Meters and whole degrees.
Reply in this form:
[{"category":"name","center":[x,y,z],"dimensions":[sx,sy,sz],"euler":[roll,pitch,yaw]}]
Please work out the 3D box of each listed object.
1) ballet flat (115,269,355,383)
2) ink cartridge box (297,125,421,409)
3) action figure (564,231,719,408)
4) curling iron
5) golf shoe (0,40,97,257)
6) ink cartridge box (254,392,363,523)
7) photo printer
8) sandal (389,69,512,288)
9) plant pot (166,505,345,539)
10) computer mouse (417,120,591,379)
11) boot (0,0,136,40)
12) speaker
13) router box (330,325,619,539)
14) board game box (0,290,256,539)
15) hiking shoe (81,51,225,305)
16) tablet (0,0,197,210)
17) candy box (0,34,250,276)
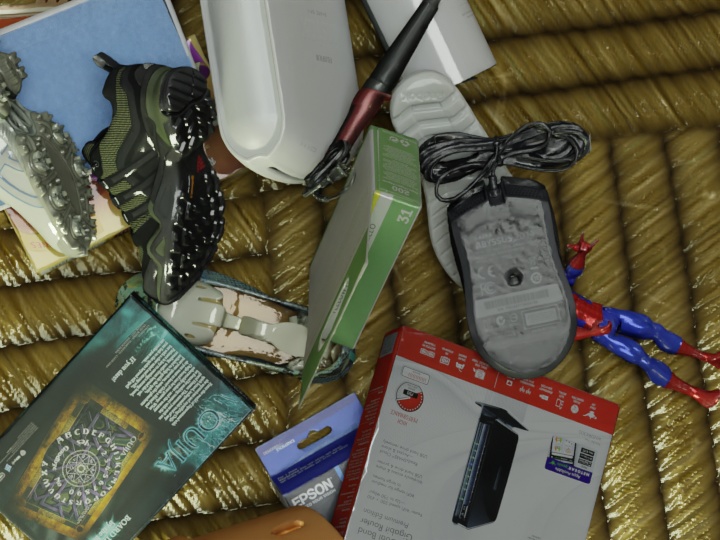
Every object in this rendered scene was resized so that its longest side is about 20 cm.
[{"category":"ballet flat","center":[-0.098,0.041,1.660],"dimensions":[0.199,0.074,0.075],"euler":[12,85,-6]},{"category":"ink cartridge box","center":[0.000,0.000,1.586],"dimensions":[0.048,0.200,0.146],"euler":[17,122,-12]},{"category":"action figure","center":[0.215,0.039,1.687],"dimensions":[0.199,0.099,0.066],"euler":[22,65,-3]},{"category":"curling iron","center":[0.014,-0.134,1.610],"dimensions":[0.026,0.049,0.201],"euler":[41,68,-26]},{"category":"golf shoe","center":[-0.278,-0.089,1.583],"dimensions":[0.097,0.078,0.201],"euler":[-22,109,22]},{"category":"ink cartridge box","center":[0.004,0.208,1.677],"dimensions":[0.099,0.039,0.201],"euler":[-30,90,-8]},{"category":"photo printer","center":[-0.061,-0.169,1.634],"dimensions":[0.069,0.166,0.201],"euler":[-10,86,23]},{"category":"sandal","center":[0.083,-0.077,1.683],"dimensions":[0.082,0.050,0.204],"euler":[-19,117,3]},{"category":"plant pot","center":[-0.069,0.275,1.594],"dimensions":[0.140,0.200,0.201],"euler":[-29,90,-22]},{"category":"computer mouse","center":[0.124,-0.015,1.649],"dimensions":[0.138,0.053,0.201],"euler":[-7,93,2]},{"category":"boot","center":[-0.257,-0.165,1.656],"dimensions":[0.199,0.075,0.108],"euler":[1,89,1]},{"category":"speaker","center":[0.035,-0.238,1.682],"dimensions":[0.081,0.081,0.201],"euler":[-27,96,-9]},{"category":"router box","center":[0.092,0.162,1.659],"dimensions":[0.199,0.049,0.181],"euler":[20,75,-15]},{"category":"board game box","center":[-0.197,0.135,1.637],"dimensions":[0.135,0.028,0.200],"euler":[43,95,-6]},{"category":"hiking shoe","center":[-0.163,-0.072,1.603],"dimensions":[0.100,0.076,0.201],"euler":[18,120,28]},{"category":"tablet","center":[-0.226,-0.139,1.616],"dimensions":[0.199,0.014,0.131],"euler":[-23,102,-7]},{"category":"candy box","center":[-0.195,-0.092,1.662],"dimensions":[0.199,0.056,0.117],"euler":[-26,90,-7]}]
